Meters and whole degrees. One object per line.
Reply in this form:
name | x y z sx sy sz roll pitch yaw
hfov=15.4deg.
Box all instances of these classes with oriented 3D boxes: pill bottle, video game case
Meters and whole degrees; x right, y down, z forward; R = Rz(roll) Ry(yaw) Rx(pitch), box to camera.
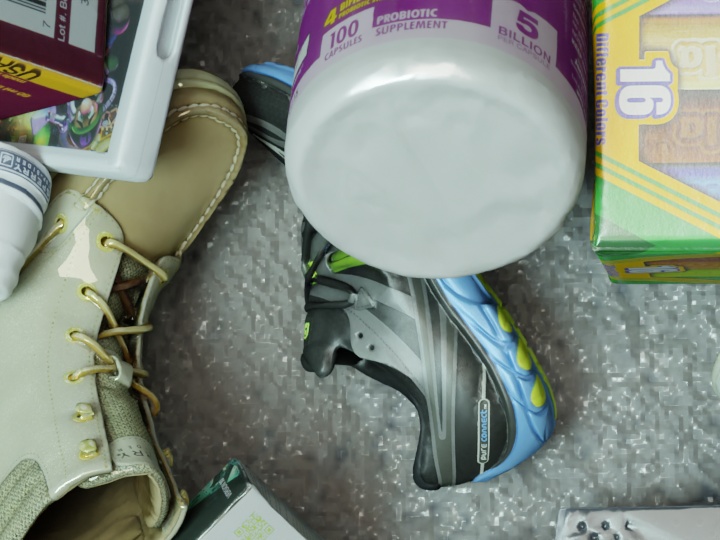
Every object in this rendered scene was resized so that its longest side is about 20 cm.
pill bottle | 0.033 -0.103 1.031 0.112 0.113 0.201 -3 45 9
video game case | -0.133 -0.133 1.090 0.199 0.023 0.183 8 83 45

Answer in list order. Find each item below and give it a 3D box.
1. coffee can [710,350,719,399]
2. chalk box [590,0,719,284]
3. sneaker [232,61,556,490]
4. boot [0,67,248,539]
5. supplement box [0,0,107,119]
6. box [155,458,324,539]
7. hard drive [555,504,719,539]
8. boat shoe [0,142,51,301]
coffee can | 0.223 0.107 0.950 0.146 0.146 0.201 -18 64 6
chalk box | 0.192 -0.059 1.032 0.199 0.124 0.125 1 83 10
sneaker | 0.000 0.000 1.081 0.083 0.071 0.200 -33 79 3
boot | -0.098 0.030 1.047 0.200 0.072 0.155 -48 38 13
supplement box | -0.195 -0.115 1.067 0.199 0.085 0.111 -10 71 42
box | -0.068 0.192 1.052 0.200 0.036 0.144 -45 112 0
hard drive | 0.141 0.193 1.049 0.134 0.042 0.201 -2 83 9
boat shoe | -0.209 -0.003 1.076 0.199 0.073 0.066 -16 53 41
